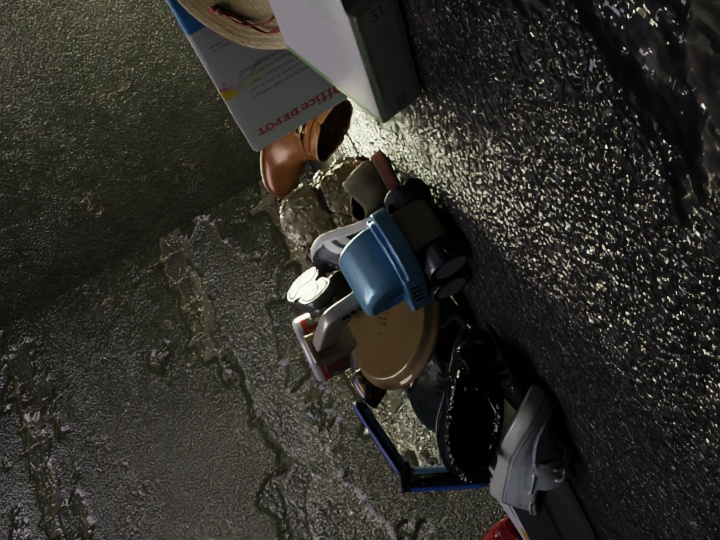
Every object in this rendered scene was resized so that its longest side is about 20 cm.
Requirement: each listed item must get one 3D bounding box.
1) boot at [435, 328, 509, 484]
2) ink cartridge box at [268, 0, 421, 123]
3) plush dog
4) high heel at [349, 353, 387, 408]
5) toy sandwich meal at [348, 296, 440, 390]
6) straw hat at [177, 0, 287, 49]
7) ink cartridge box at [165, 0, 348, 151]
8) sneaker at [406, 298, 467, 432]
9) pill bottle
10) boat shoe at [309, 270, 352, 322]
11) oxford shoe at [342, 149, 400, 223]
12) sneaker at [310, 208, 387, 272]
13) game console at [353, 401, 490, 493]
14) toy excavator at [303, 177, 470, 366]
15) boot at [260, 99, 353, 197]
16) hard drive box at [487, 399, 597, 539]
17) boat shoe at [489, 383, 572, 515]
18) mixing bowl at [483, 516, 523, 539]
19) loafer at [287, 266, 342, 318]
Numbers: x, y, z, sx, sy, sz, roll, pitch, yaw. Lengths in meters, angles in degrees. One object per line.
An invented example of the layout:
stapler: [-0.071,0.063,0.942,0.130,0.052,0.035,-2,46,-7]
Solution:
boot: [0.120,0.171,0.733,0.163,0.072,0.202,-64,-21,-73]
ink cartridge box: [-0.035,-0.216,0.473,0.146,0.048,0.201,47,169,35]
plush dog: [-0.047,-0.100,1.079,0.202,0.170,0.161,61,179,21]
high heel: [0.073,0.137,1.008,0.072,0.197,0.145,123,142,-49]
toy sandwich meal: [0.054,0.061,0.914,0.069,0.207,0.206,10,-144,-37]
straw hat: [-0.096,-0.300,0.582,0.202,0.198,0.086,63,-141,-52]
ink cartridge box: [-0.117,-0.275,0.760,0.145,0.146,0.201,59,177,46]
sneaker: [0.110,0.139,0.937,0.081,0.075,0.204,-131,37,-68]
pill bottle: [-0.006,0.094,1.140,0.117,0.198,0.116,62,172,15]
boat shoe: [0.005,0.025,1.056,0.063,0.200,0.074,38,-158,-37]
oxford shoe: [0.020,-0.085,0.914,0.071,0.074,0.201,60,178,30]
sneaker: [0.000,0.000,0.879,0.072,0.199,0.114,10,-112,-37]
game console: [0.083,0.238,0.943,0.200,0.167,0.121,67,-162,-78]
toy excavator: [0.011,0.019,0.735,0.101,0.198,0.195,60,178,23]
boot: [-0.080,-0.179,0.970,0.155,0.073,0.203,47,126,52]
hard drive box: [0.214,0.274,0.893,0.158,0.076,0.200,62,179,-9]
boat shoe: [0.182,0.190,0.693,0.071,0.070,0.203,23,144,22]
mixing bowl: [0.244,0.412,0.938,0.200,0.196,0.111,-127,41,-79]
loafer: [-0.062,0.044,1.005,0.063,0.072,0.200,48,175,-14]
